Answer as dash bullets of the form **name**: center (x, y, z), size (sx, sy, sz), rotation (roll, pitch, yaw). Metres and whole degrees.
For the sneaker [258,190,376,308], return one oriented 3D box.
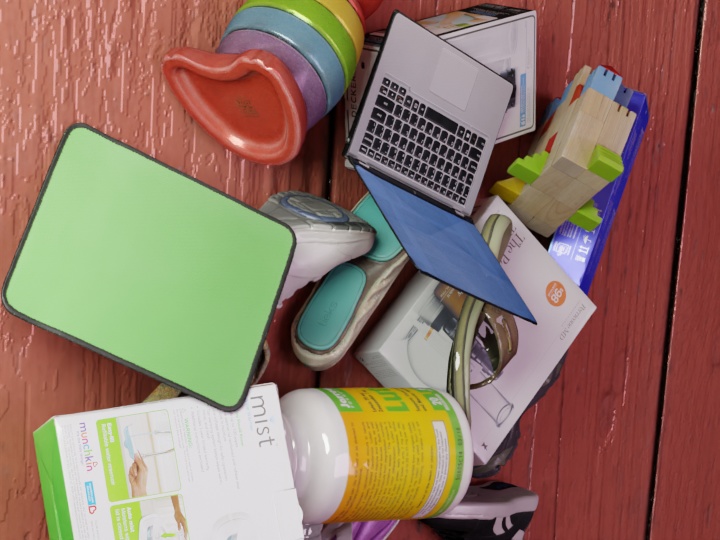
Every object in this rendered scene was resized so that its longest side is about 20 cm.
- **sneaker**: center (-0.070, -0.011, 1.605), size (0.199, 0.074, 0.088), rotation (-10, 122, -41)

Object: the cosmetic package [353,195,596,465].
- **cosmetic package**: center (0.108, 0.055, 1.791), size (0.151, 0.052, 0.200), rotation (47, 63, -18)

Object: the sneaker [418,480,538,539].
- **sneaker**: center (0.108, 0.266, 1.877), size (0.200, 0.073, 0.113), rotation (7, 97, -58)

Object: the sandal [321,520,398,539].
- **sandal**: center (-0.010, 0.263, 1.755), size (0.203, 0.050, 0.083), rotation (-59, 138, -19)

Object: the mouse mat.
- **mouse mat**: center (-0.152, -0.003, 1.442), size (0.199, 0.008, 0.162), rotation (26, 64, -16)

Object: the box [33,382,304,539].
- **box**: center (-0.136, 0.198, 1.455), size (0.175, 0.097, 0.202), rotation (-9, 82, -22)

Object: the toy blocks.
- **toy blocks**: center (0.201, -0.123, 1.804), size (0.099, 0.200, 0.137), rotation (27, 66, -7)

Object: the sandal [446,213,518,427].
- **sandal**: center (0.114, 0.046, 1.714), size (0.080, 0.057, 0.202), rotation (94, 11, -73)

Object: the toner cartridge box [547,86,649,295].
- **toner cartridge box**: center (0.231, -0.075, 1.917), size (0.095, 0.043, 0.201), rotation (46, 64, -77)

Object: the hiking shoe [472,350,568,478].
- **hiking shoe**: center (0.132, 0.096, 1.859), size (0.101, 0.075, 0.201), rotation (33, 77, -53)

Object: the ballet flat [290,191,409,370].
- **ballet flat**: center (0.000, 0.000, 1.699), size (0.201, 0.067, 0.062), rotation (-54, 164, -18)

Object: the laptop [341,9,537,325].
- **laptop**: center (0.087, -0.083, 1.623), size (0.187, 0.115, 0.201), rotation (24, 84, -51)

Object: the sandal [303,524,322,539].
- **sandal**: center (-0.071, 0.215, 1.682), size (0.082, 0.050, 0.204), rotation (7, 85, -35)

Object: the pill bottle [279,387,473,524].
- **pill bottle**: center (-0.014, 0.154, 1.626), size (0.199, 0.111, 0.112), rotation (2, 101, -35)

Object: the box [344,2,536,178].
- **box**: center (0.072, -0.160, 1.717), size (0.199, 0.060, 0.118), rotation (-19, 116, -45)

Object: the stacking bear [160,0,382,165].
- **stacking bear**: center (-0.045, -0.190, 1.539), size (0.200, 0.121, 0.114), rotation (-56, 136, -31)

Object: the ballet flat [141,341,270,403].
- **ballet flat**: center (-0.140, 0.120, 1.555), size (0.200, 0.070, 0.071), rotation (-53, 136, -24)
